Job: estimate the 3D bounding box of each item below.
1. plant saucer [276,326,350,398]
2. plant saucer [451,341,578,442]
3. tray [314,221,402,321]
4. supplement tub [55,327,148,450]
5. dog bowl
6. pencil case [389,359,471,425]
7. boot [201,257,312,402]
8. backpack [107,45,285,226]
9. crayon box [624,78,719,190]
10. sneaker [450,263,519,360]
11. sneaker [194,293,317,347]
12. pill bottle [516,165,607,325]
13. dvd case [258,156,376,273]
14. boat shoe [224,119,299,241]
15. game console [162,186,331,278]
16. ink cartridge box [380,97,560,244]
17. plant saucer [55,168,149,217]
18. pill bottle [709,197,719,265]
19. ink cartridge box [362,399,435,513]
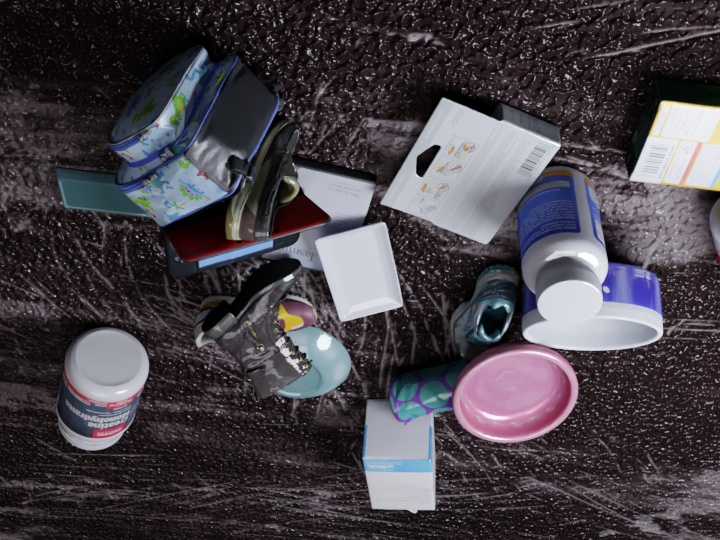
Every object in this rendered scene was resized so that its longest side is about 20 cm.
[{"bbox_3d":[-0.116,0.171,1.508,0.197,0.039,0.203,3,135,3],"label":"plant saucer"},{"bbox_3d":[0.240,0.185,1.366,0.196,0.051,0.203,-1,128,-1],"label":"plant saucer"},{"bbox_3d":[0.000,0.000,1.311,0.105,0.022,0.202,-15,140,0],"label":"tray"},{"bbox_3d":[-0.451,0.208,1.507,0.138,0.142,0.201,17,135,-12],"label":"supplement tub"},{"bbox_3d":[0.333,0.055,1.258,0.196,0.080,0.200,3,162,1],"label":"dog bowl"},{"bbox_3d":[0.150,0.204,1.483,0.197,0.086,0.093,-14,120,20],"label":"pencil case"},{"bbox_3d":[-0.129,0.093,1.338,0.199,0.070,0.175,-37,118,8],"label":"boot"},{"bbox_3d":[-0.219,-0.165,1.071,0.198,0.185,0.147,-24,127,41],"label":"backpack"},{"bbox_3d":[0.449,-0.164,1.093,0.196,0.052,0.127,7,136,-1],"label":"crayon box"},{"bbox_3d":[0.188,0.084,1.352,0.076,0.087,0.202,11,136,-5],"label":"sneaker"},{"bbox_3d":[-0.168,0.092,1.394,0.196,0.091,0.076,-2,136,9],"label":"sneaker"},{"bbox_3d":[0.264,-0.032,1.141,0.110,0.202,0.113,3,137,3],"label":"pill bottle"},{"bbox_3d":[-0.066,-0.074,1.264,0.140,0.018,0.202,11,136,-7],"label":"dvd case"},{"bbox_3d":[-0.109,-0.109,1.095,0.065,0.203,0.072,18,139,5],"label":"boat shoe"},{"bbox_3d":[-0.152,-0.030,1.156,0.197,0.120,0.174,-16,148,-19],"label":"game console"},{"bbox_3d":[0.142,-0.138,1.159,0.171,0.044,0.201,20,135,-13],"label":"ink cartridge box"},{"bbox_3d":[-0.342,-0.107,1.260,0.196,0.019,0.071,7,136,0],"label":"plant saucer"},{"bbox_3d":[0.553,-0.014,1.194,0.110,0.114,0.201,-16,133,21],"label":"pill bottle"},{"bbox_3d":[0.076,0.350,1.609,0.123,0.130,0.202,0,136,7],"label":"ink cartridge box"}]
